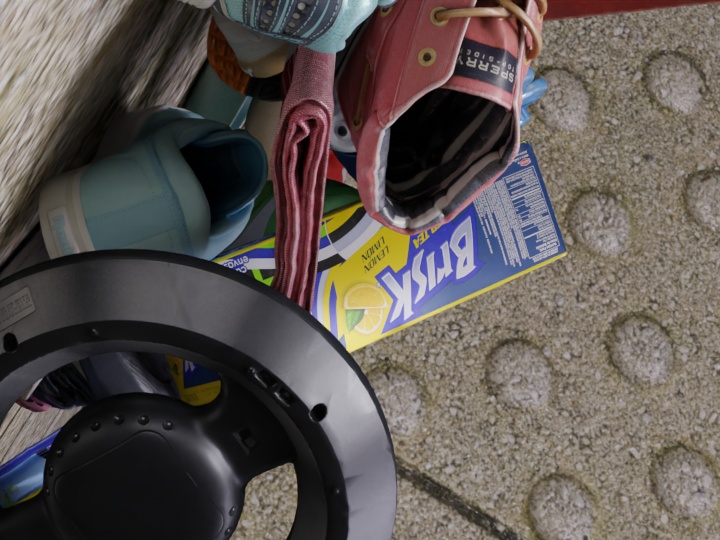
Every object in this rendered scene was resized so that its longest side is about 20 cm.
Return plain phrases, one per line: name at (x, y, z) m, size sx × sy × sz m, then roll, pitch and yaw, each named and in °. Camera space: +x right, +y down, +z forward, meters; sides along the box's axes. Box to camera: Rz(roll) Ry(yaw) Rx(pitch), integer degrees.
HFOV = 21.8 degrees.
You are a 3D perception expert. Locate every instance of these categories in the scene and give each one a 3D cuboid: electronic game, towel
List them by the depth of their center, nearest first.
electronic game at (-0.085, 0.084, 0.735) m, size 0.200 × 0.199 × 0.042 m, roll -56°, pitch -168°, yaw 23°
towel at (-0.022, -0.080, 0.756) m, size 0.144 × 0.023 × 0.201 m, roll 98°, pitch -4°, yaw -46°

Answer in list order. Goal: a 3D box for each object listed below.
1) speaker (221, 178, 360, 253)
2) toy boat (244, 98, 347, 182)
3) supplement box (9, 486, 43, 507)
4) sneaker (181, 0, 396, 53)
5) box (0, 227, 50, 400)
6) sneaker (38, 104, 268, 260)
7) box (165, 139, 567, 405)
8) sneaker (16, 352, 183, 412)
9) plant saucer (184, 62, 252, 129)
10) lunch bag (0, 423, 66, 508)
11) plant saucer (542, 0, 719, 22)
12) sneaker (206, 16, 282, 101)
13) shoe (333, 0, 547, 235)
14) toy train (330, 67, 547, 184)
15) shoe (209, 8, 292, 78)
speaker at (-0.070, -0.009, 1.025) m, size 0.200 × 0.088 × 0.089 m, roll 3°, pitch -125°, yaw 52°
toy boat at (0.015, -0.121, 1.193) m, size 0.200 × 0.130 × 0.131 m, roll -56°, pitch -177°, yaw 33°
supplement box at (-0.145, 0.182, 0.846) m, size 0.199 × 0.110 × 0.109 m, roll -31°, pitch 150°, yaw -14°
sneaker at (-0.009, -0.134, 0.670) m, size 0.078 × 0.086 × 0.200 m, roll -55°, pitch -175°, yaw 39°
box at (-0.128, -0.012, 0.878) m, size 0.039 × 0.041 × 0.200 m, roll -55°, pitch -175°, yaw 30°
sneaker at (-0.073, -0.035, 0.827) m, size 0.082 × 0.074 × 0.200 m, roll -14°, pitch -165°, yaw 11°
box at (0.000, 0.000, 0.897) m, size 0.199 × 0.065 × 0.070 m, roll -22°, pitch -177°, yaw -34°
sneaker at (-0.137, 0.051, 0.936) m, size 0.082 × 0.070 × 0.200 m, roll -38°, pitch -165°, yaw -2°
plant saucer at (-0.065, -0.155, 1.238) m, size 0.201 × 0.036 × 0.200 m, roll -58°, pitch -176°, yaw 6°
lunch bag at (-0.201, 0.165, 0.958) m, size 0.200 × 0.094 × 0.151 m, roll -23°, pitch 164°, yaw -44°
plant saucer at (0.115, -0.191, 0.786) m, size 0.199 × 0.037 × 0.200 m, roll 0°, pitch -127°, yaw 44°
sneaker at (-0.014, -0.181, 1.008) m, size 0.200 × 0.076 × 0.092 m, roll -55°, pitch -171°, yaw 28°
shoe at (0.050, -0.105, 0.701) m, size 0.200 × 0.071 × 0.091 m, roll -57°, pitch -150°, yaw 39°
toy train at (0.028, -0.091, 0.945) m, size 0.114 × 0.087 × 0.200 m, roll -31°, pitch 178°, yaw 9°
shoe at (0.008, -0.175, 0.891) m, size 0.200 × 0.053 × 0.070 m, roll -44°, pitch -153°, yaw -9°
